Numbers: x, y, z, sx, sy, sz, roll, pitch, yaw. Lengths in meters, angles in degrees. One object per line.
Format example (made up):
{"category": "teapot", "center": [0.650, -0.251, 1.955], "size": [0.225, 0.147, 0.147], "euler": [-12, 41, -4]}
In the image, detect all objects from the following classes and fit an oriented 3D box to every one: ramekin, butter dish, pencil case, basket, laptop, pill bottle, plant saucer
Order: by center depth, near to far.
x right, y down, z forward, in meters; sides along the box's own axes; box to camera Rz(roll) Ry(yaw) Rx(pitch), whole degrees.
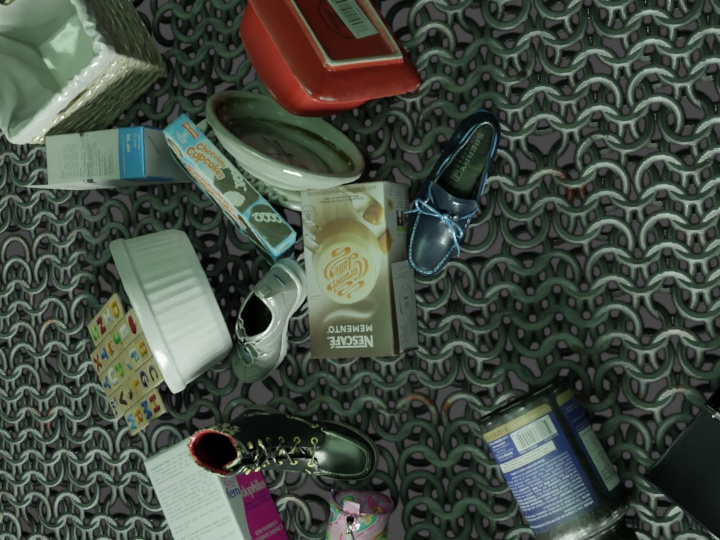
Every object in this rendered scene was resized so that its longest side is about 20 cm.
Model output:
{"category": "laptop", "center": [0.438, 0.192, 0.993], "size": [0.187, 0.116, 0.200], "euler": [39, 78, 17]}
{"category": "pill bottle", "center": [0.220, 0.228, 1.037], "size": [0.111, 0.112, 0.202], "euler": [-31, 79, 22]}
{"category": "plant saucer", "center": [-0.093, -0.142, 1.124], "size": [0.199, 0.200, 0.051], "euler": [35, 117, 19]}
{"category": "butter dish", "center": [-0.061, -0.252, 1.129], "size": [0.148, 0.198, 0.201], "euler": [-43, 73, 43]}
{"category": "pencil case", "center": [-0.012, 0.366, 1.163], "size": [0.087, 0.087, 0.203], "euler": [12, 98, 23]}
{"category": "ramekin", "center": [-0.233, 0.041, 1.198], "size": [0.093, 0.202, 0.204], "euler": [-24, 80, -11]}
{"category": "basket", "center": [-0.394, -0.294, 1.271], "size": [0.198, 0.160, 0.201], "euler": [-36, 77, 21]}

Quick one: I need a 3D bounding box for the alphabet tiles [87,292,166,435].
{"category": "alphabet tiles", "center": [-0.315, 0.128, 1.280], "size": [0.200, 0.006, 0.168], "euler": [-36, 75, 52]}

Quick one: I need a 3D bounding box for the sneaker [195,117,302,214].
{"category": "sneaker", "center": [-0.123, -0.146, 1.206], "size": [0.200, 0.075, 0.081], "euler": [41, 98, 17]}

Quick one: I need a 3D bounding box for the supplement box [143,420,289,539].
{"category": "supplement box", "center": [-0.179, 0.308, 1.227], "size": [0.103, 0.101, 0.202], "euler": [-30, 80, 22]}

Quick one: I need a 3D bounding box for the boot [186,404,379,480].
{"category": "boot", "center": [-0.093, 0.221, 1.156], "size": [0.201, 0.153, 0.074], "euler": [13, 97, 24]}

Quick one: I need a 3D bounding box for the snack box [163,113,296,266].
{"category": "snack box", "center": [-0.158, -0.093, 1.177], "size": [0.037, 0.116, 0.200], "euler": [-42, 85, -11]}

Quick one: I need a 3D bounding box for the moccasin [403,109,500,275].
{"category": "moccasin", "center": [0.099, -0.089, 1.094], "size": [0.080, 0.068, 0.202], "euler": [18, 101, 0]}

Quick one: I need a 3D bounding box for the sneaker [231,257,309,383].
{"category": "sneaker", "center": [-0.132, 0.069, 1.187], "size": [0.075, 0.082, 0.201], "euler": [38, 131, 20]}

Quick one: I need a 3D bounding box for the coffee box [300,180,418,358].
{"category": "coffee box", "center": [0.000, 0.000, 1.146], "size": [0.113, 0.080, 0.203], "euler": [-4, 90, 25]}

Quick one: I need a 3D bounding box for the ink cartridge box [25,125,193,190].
{"category": "ink cartridge box", "center": [-0.334, -0.147, 1.273], "size": [0.198, 0.116, 0.069], "euler": [-2, 91, 24]}
